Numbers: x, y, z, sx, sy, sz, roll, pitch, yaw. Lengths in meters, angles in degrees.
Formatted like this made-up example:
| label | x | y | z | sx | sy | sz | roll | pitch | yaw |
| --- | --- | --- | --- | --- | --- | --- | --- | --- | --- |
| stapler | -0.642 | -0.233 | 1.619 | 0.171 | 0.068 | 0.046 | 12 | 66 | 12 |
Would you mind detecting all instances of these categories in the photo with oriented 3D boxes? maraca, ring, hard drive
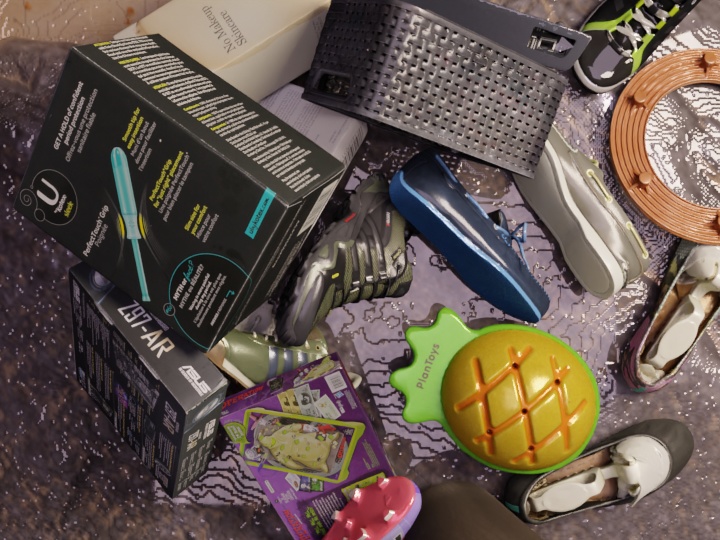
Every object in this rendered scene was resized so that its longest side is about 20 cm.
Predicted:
| label | x | y | z | sx | sy | sz | roll | pitch | yaw |
| --- | --- | --- | --- | --- | --- | --- | --- | --- | --- |
| maraca | 0.127 | 0.114 | 0.794 | 0.198 | 0.107 | 0.139 | 20 | 91 | 2 |
| ring | 0.340 | -0.124 | 0.810 | 0.198 | 0.019 | 0.203 | 0 | 75 | 2 |
| hard drive | 0.107 | -0.233 | 0.786 | 0.198 | 0.135 | 0.043 | 18 | 106 | 1 |

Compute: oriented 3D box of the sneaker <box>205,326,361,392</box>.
| label | x | y | z | sx | sy | sz | roll | pitch | yaw |
| --- | --- | --- | --- | --- | --- | --- | --- | --- | --- |
| sneaker | -0.075 | 0.084 | 0.794 | 0.200 | 0.067 | 0.090 | 45 | 74 | -30 |

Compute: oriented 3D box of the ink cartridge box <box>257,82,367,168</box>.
| label | x | y | z | sx | sy | sz | roll | pitch | yaw |
| --- | --- | --- | --- | --- | --- | --- | --- | --- | --- |
| ink cartridge box | -0.115 | -0.115 | 0.816 | 0.198 | 0.050 | 0.162 | 22 | 69 | 20 |

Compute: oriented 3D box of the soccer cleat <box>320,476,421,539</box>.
| label | x | y | z | sx | sy | sz | roll | pitch | yaw |
| --- | --- | --- | --- | --- | --- | --- | --- | --- | --- |
| soccer cleat | -0.001 | 0.267 | 0.797 | 0.076 | 0.067 | 0.200 | 31 | 114 | -25 |

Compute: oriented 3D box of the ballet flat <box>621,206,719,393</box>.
| label | x | y | z | sx | sy | sz | roll | pitch | yaw |
| --- | --- | --- | --- | --- | --- | --- | --- | --- | --- |
| ballet flat | 0.318 | 0.031 | 0.807 | 0.069 | 0.071 | 0.201 | 30 | 90 | 2 |

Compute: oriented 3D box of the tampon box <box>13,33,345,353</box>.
| label | x | y | z | sx | sy | sz | roll | pitch | yaw |
| --- | --- | --- | --- | --- | --- | --- | --- | --- | --- |
| tampon box | -0.144 | -0.068 | 0.680 | 0.199 | 0.126 | 0.151 | 36 | 116 | 5 |

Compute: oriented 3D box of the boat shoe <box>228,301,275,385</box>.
| label | x | y | z | sx | sy | sz | roll | pitch | yaw |
| --- | --- | --- | --- | --- | --- | --- | --- | --- | --- |
| boat shoe | -0.119 | 0.048 | 0.828 | 0.069 | 0.071 | 0.202 | 31 | 85 | -27 |

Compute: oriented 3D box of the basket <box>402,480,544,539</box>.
| label | x | y | z | sx | sy | sz | roll | pitch | yaw |
| --- | --- | --- | --- | --- | --- | --- | --- | --- | --- |
| basket | 0.106 | 0.277 | 0.739 | 0.178 | 0.200 | 0.138 | -9 | 100 | -6 |

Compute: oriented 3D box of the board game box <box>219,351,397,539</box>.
| label | x | y | z | sx | sy | sz | roll | pitch | yaw |
| --- | --- | --- | --- | --- | --- | --- | --- | --- | --- |
| board game box | -0.039 | 0.175 | 0.785 | 0.119 | 0.032 | 0.201 | -24 | 124 | -2 |

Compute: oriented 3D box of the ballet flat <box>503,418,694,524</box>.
| label | x | y | z | sx | sy | sz | roll | pitch | yaw |
| --- | --- | --- | --- | --- | --- | --- | --- | --- | --- |
| ballet flat | 0.236 | 0.202 | 0.811 | 0.198 | 0.068 | 0.069 | -22 | 88 | 1 |

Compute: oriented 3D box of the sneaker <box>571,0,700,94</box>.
| label | x | y | z | sx | sy | sz | roll | pitch | yaw |
| --- | --- | --- | --- | --- | --- | --- | --- | --- | --- |
| sneaker | 0.278 | -0.258 | 0.803 | 0.072 | 0.083 | 0.200 | 42 | 91 | 2 |

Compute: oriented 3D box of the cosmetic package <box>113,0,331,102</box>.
| label | x | y | z | sx | sy | sz | roll | pitch | yaw |
| --- | --- | --- | --- | --- | --- | --- | --- | --- | --- |
| cosmetic package | -0.117 | -0.219 | 0.795 | 0.199 | 0.073 | 0.104 | -33 | 65 | -5 |

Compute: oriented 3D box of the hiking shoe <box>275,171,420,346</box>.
| label | x | y | z | sx | sy | sz | roll | pitch | yaw |
| --- | --- | --- | --- | --- | --- | --- | --- | --- | --- |
| hiking shoe | 0.000 | 0.000 | 0.785 | 0.100 | 0.076 | 0.201 | 36 | 62 | -4 |

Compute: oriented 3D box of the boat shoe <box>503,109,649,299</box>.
| label | x | y | z | sx | sy | sz | roll | pitch | yaw |
| --- | --- | --- | --- | --- | --- | --- | --- | --- | --- |
| boat shoe | 0.206 | -0.073 | 0.814 | 0.060 | 0.072 | 0.203 | -26 | 82 | -20 |

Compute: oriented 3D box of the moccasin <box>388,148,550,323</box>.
| label | x | y | z | sx | sy | sz | roll | pitch | yaw |
| --- | --- | --- | --- | --- | --- | --- | --- | --- | --- |
| moccasin | 0.117 | -0.035 | 0.799 | 0.200 | 0.080 | 0.068 | 46 | 67 | -17 |

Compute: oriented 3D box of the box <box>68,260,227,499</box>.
| label | x | y | z | sx | sy | sz | roll | pitch | yaw |
| --- | --- | --- | --- | --- | --- | --- | --- | --- | --- |
| box | -0.193 | 0.098 | 0.747 | 0.043 | 0.201 | 0.160 | -34 | 70 | -32 |

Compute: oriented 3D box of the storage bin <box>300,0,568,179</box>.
| label | x | y | z | sx | sy | sz | roll | pitch | yaw |
| --- | --- | --- | --- | --- | --- | --- | --- | --- | --- |
| storage bin | 0.065 | -0.160 | 0.742 | 0.198 | 0.135 | 0.095 | 15 | 99 | -32 |
